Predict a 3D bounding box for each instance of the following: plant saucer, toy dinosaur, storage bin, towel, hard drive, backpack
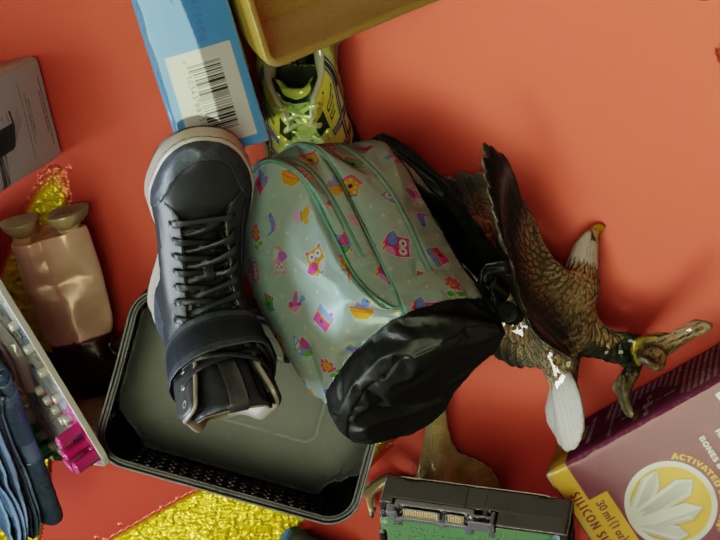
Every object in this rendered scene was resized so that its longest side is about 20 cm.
[{"bbox_3d":[-0.044,-0.256,1.427,0.048,0.200,0.200,-7,105,43],"label":"plant saucer"},{"bbox_3d":[0.054,0.165,1.587,0.101,0.058,0.200,-15,110,1],"label":"toy dinosaur"},{"bbox_3d":[-0.083,0.095,1.544,0.200,0.094,0.135,16,95,-2],"label":"storage bin"},{"bbox_3d":[-0.284,0.117,1.561,0.049,0.200,0.112,-32,55,-18],"label":"towel"},{"bbox_3d":[0.089,0.231,1.540,0.140,0.038,0.200,6,139,12],"label":"hard drive"},{"bbox_3d":[0.000,0.000,1.423,0.167,0.127,0.200,-48,59,41],"label":"backpack"}]

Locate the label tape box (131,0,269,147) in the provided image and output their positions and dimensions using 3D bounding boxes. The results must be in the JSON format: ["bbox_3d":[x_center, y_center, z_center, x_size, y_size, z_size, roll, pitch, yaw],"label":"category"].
[{"bbox_3d":[-0.117,-0.160,1.461,0.066,0.200,0.143,-17,100,0],"label":"label tape box"}]

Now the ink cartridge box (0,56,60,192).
[{"bbox_3d":[-0.325,-0.088,1.514,0.144,0.200,0.084,-10,102,15],"label":"ink cartridge box"}]

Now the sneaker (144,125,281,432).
[{"bbox_3d":[-0.095,0.015,1.373,0.077,0.146,0.202,-9,139,-13],"label":"sneaker"}]

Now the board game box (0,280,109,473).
[{"bbox_3d":[-0.270,0.064,1.557,0.026,0.200,0.200,-33,98,-19],"label":"board game box"}]

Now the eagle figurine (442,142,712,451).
[{"bbox_3d":[0.129,0.012,1.486,0.200,0.151,0.152,32,120,-9],"label":"eagle figurine"}]

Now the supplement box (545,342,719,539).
[{"bbox_3d":[0.255,0.138,1.500,0.200,0.103,0.131,-33,95,18],"label":"supplement box"}]

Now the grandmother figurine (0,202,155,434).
[{"bbox_3d":[-0.213,0.050,1.605,0.121,0.061,0.200,-8,106,15],"label":"grandmother figurine"}]

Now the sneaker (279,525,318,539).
[{"bbox_3d":[-0.060,0.303,1.631,0.082,0.073,0.200,24,110,3],"label":"sneaker"}]

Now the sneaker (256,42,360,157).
[{"bbox_3d":[-0.045,-0.111,1.512,0.075,0.076,0.200,-8,106,13],"label":"sneaker"}]
